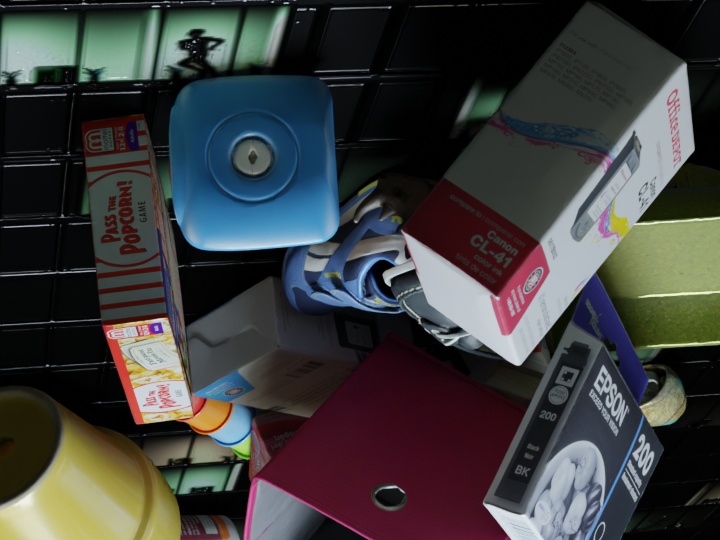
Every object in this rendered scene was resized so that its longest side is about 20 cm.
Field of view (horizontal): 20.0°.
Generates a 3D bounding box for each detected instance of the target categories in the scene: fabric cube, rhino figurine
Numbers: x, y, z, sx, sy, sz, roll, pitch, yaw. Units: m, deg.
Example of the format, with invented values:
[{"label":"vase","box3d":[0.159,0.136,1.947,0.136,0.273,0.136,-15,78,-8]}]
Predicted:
[{"label":"fabric cube","box3d":[0.038,0.211,1.640,0.196,0.199,0.200,29,137,18]},{"label":"rhino figurine","box3d":[0.092,-0.056,1.458,0.200,0.087,0.060,-10,157,4]}]

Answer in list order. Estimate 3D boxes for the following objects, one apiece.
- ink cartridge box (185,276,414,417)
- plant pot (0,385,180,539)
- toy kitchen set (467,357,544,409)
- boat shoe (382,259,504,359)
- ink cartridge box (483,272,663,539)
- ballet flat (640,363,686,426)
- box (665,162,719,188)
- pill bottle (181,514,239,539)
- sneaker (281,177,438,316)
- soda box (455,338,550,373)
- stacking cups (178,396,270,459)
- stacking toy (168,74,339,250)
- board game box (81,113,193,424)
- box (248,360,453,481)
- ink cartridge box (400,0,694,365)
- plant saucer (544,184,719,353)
[{"label":"ink cartridge box","box3d":[-0.035,0.072,1.740,0.200,0.067,0.116,14,147,-42]},{"label":"plant pot","box3d":[-0.285,0.205,1.833,0.201,0.201,0.189,-13,141,11]},{"label":"toy kitchen set","box3d":[0.134,0.125,1.782,0.163,0.180,0.200,17,131,27]},{"label":"boat shoe","box3d":[0.080,0.027,1.479,0.076,0.060,0.200,-18,165,27]},{"label":"ink cartridge box","box3d":[0.175,0.130,1.553,0.043,0.200,0.198,16,160,29]},{"label":"ballet flat","box3d":[0.213,0.127,1.974,0.200,0.071,0.071,-10,157,6]},{"label":"box","box3d":[0.227,-0.018,1.640,0.075,0.050,0.200,11,150,-34]},{"label":"pill bottle","box3d":[-0.237,0.319,2.192,0.200,0.114,0.114,3,155,-24]},{"label":"sneaker","box3d":[0.000,0.000,1.566,0.074,0.082,0.200,2,156,-29]},{"label":"soda box","box3d":[0.112,0.040,1.719,0.068,0.063,0.200,-13,157,9]},{"label":"stacking cups","box3d":[-0.128,0.127,1.867,0.060,0.061,0.200,-19,150,24]},{"label":"stacking toy","box3d":[-0.074,-0.057,1.412,0.110,0.116,0.200,-3,171,-3]},{"label":"board game box","box3d":[-0.153,0.004,1.433,0.046,0.152,0.200,-8,157,-2]},{"label":"box","box3d":[0.006,0.171,1.876,0.200,0.095,0.103,-15,145,-18]},{"label":"ink cartridge box","box3d":[0.126,-0.054,1.336,0.200,0.086,0.148,-49,159,-9]},{"label":"plant saucer","box3d":[0.231,-0.007,1.552,0.200,0.048,0.200,-4,151,10]}]
